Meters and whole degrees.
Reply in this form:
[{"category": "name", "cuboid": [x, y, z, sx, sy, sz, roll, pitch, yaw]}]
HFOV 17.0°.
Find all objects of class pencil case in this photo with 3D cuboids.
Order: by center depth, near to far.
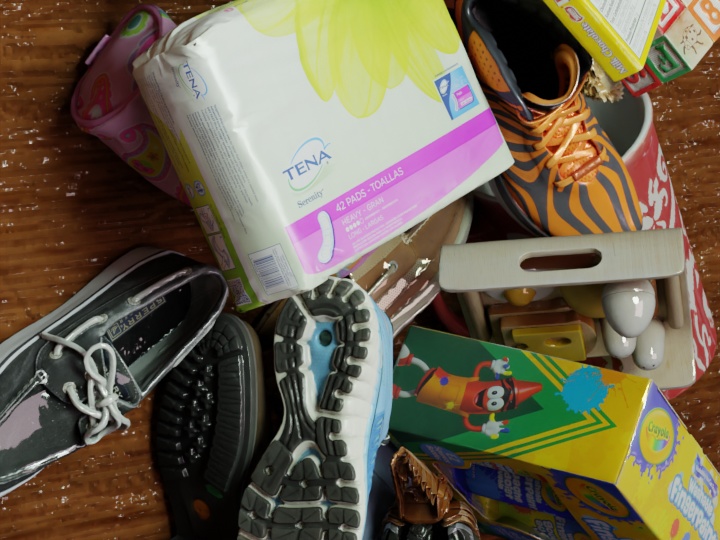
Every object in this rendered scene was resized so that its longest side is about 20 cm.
[{"category": "pencil case", "cuboid": [-0.069, -0.069, 1.381, 0.200, 0.087, 0.088, 32, 76, -33]}]

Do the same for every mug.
[{"category": "mug", "cuboid": [0.137, -0.010, 1.596, 0.134, 0.177, 0.201, -83, 153, -49]}]

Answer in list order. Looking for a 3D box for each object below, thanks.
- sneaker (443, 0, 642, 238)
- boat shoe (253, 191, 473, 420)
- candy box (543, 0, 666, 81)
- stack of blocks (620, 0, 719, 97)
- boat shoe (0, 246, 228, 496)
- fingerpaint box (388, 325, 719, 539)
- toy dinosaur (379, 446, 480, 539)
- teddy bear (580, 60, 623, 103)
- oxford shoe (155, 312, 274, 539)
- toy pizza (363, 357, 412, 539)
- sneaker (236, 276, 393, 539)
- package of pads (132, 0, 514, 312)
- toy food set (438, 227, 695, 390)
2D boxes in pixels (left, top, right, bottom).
[{"category": "sneaker", "cuboid": [0.110, -0.084, 1.410, 0.078, 0.112, 0.200, -41, 104, -9]}, {"category": "boat shoe", "cuboid": [0.000, 0.000, 1.481, 0.072, 0.076, 0.200, 48, 65, -35]}, {"category": "candy box", "cuboid": [0.148, -0.209, 1.399, 0.102, 0.026, 0.201, 44, 44, -21]}, {"category": "stack of blocks", "cuboid": [0.203, -0.219, 1.522, 0.115, 0.058, 0.200, 49, 56, -12]}, {"category": "boat shoe", "cuboid": [-0.152, 0.062, 1.354, 0.199, 0.068, 0.074, -38, 122, -31]}, {"category": "fingerpaint box", "cuboid": [0.125, 0.120, 1.500, 0.200, 0.166, 0.074, 49, 58, -56]}, {"category": "toy dinosaur", "cuboid": [0.036, 0.183, 1.487, 0.200, 0.102, 0.136, 51, 34, -36]}, {"category": "teddy bear", "cuboid": [0.086, -0.169, 1.511, 0.199, 0.067, 0.146, -1, 79, -31]}, {"category": "oxford shoe", "cuboid": [-0.073, 0.115, 1.445, 0.084, 0.072, 0.201, -22, 121, -47]}, {"category": "toy pizza", "cuboid": [0.018, 0.147, 1.537, 0.200, 0.032, 0.201, -26, 122, -50]}, {"category": "sneaker", "cuboid": [-0.011, 0.108, 1.407, 0.090, 0.078, 0.201, 17, 85, -64]}, {"category": "package of pads", "cuboid": [-0.018, -0.089, 1.327, 0.200, 0.068, 0.155, -33, 101, -43]}, {"category": "toy food set", "cuboid": [0.130, 0.035, 1.474, 0.200, 0.143, 0.061, 68, 19, -65]}]
